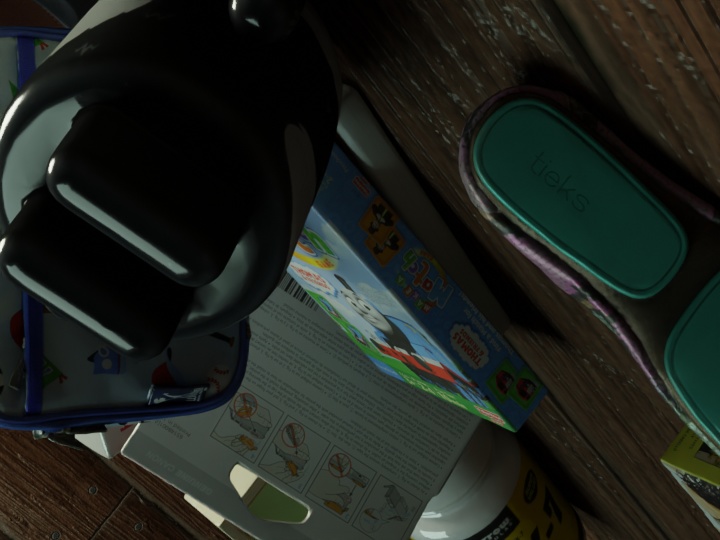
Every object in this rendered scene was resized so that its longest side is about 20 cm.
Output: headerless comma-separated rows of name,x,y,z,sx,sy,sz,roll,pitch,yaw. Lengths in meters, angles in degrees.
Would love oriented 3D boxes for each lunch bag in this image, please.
lunch bag,-0.136,-0.015,0.631,0.158,0.204,0.075,0,176,-29

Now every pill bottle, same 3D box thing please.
pill bottle,0.090,0.180,0.995,0.114,0.115,0.200,25,162,48

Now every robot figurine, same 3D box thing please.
robot figurine,-0.076,-0.054,0.522,0.148,0.201,0.126,-10,120,16

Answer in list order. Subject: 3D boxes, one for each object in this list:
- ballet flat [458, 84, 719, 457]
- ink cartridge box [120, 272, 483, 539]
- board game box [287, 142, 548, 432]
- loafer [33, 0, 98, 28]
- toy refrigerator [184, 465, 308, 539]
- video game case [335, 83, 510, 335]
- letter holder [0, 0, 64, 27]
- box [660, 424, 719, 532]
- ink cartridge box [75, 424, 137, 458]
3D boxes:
ballet flat,0.117,0.009,0.468,0.200,0.069,0.071,42,-174,9
ink cartridge box,-0.031,0.094,0.851,0.199,0.178,0.045,33,174,-7
board game box,0.000,0.000,0.720,0.200,0.037,0.151,48,165,-27
loafer,-0.165,-0.174,0.641,0.063,0.072,0.200,34,170,40
toy refrigerator,-0.038,0.129,0.997,0.076,0.201,0.070,48,164,-33
video game case,-0.017,-0.050,0.736,0.181,0.023,0.201,27,161,46
letter holder,-0.269,-0.124,0.941,0.200,0.143,0.100,45,167,-20
box,0.220,0.110,0.523,0.075,0.050,0.199,47,166,-28
ink cartridge box,-0.158,0.002,0.874,0.082,0.146,0.203,22,133,42
